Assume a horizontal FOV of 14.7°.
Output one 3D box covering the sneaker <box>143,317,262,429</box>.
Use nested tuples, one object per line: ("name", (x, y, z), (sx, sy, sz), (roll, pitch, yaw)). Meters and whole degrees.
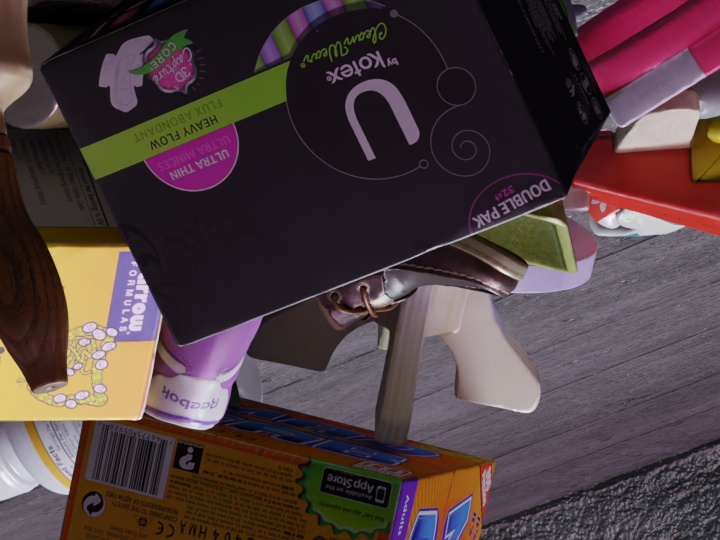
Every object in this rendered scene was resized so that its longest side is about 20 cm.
("sneaker", (-0.093, 0.012, 1.446), (0.072, 0.115, 0.201), (14, -157, -8))

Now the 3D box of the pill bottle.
("pill bottle", (-0.179, 0.090, 1.939), (0.200, 0.113, 0.113), (-21, 167, 18))

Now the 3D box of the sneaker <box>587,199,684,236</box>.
("sneaker", (0.199, -0.059, 1.876), (0.093, 0.070, 0.200), (-21, 171, -6))

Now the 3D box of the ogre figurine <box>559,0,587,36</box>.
("ogre figurine", (0.036, -0.106, 1.410), (0.120, 0.098, 0.200), (-17, 165, 33))

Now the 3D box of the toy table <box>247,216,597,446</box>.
("toy table", (0.033, 0.017, 1.712), (0.200, 0.117, 0.184), (16, -157, 7))

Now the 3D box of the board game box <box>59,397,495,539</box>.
("board game box", (-0.057, 0.192, 1.677), (0.200, 0.200, 0.200), (13, -177, 17))

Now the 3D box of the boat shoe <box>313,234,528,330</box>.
("boat shoe", (0.000, 0.000, 1.570), (0.200, 0.072, 0.072), (12, 173, 29))

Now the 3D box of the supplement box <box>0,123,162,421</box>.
("supplement box", (-0.203, 0.000, 1.354), (0.199, 0.109, 0.110), (1, 125, -19))

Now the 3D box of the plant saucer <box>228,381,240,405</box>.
("plant saucer", (-0.164, 0.037, 1.720), (0.200, 0.031, 0.200), (19, -179, 0))

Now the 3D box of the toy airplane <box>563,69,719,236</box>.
("toy airplane", (0.185, -0.079, 1.685), (0.199, 0.141, 0.200), (23, 172, -39))

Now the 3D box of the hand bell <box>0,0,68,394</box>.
("hand bell", (-0.156, -0.044, 1.190), (0.104, 0.200, 0.104), (-16, 168, -4))

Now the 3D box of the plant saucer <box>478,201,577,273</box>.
("plant saucer", (0.028, -0.057, 1.556), (0.199, 0.048, 0.200), (15, 174, 8))

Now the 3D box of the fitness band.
("fitness band", (0.168, -0.132, 1.447), (0.200, 0.037, 0.144), (-31, -167, 12))

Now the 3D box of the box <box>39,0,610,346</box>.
("box", (-0.013, -0.081, 1.263), (0.200, 0.149, 0.124), (-22, -167, 21))

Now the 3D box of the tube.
("tube", (-0.102, -0.095, 1.395), (0.200, 0.058, 0.052), (-5, 123, -56))
